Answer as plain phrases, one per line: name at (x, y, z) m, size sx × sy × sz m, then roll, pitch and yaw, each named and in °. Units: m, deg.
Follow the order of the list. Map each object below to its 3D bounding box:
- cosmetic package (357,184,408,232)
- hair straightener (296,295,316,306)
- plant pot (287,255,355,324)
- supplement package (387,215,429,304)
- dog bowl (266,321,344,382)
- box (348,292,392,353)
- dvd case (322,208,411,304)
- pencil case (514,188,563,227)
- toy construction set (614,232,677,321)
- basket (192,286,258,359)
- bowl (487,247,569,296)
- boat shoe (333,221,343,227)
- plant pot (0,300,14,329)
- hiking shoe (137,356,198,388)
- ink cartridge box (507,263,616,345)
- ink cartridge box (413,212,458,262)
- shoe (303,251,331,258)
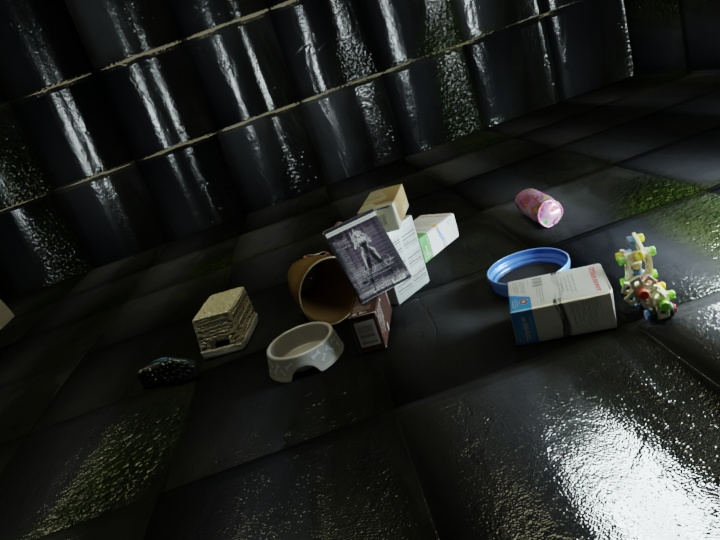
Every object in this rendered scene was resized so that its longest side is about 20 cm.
cosmetic package at (0.064, -0.164, 1.606) m, size 0.103 × 0.072 × 0.200 m, roll -14°, pitch 20°, yaw 15°
hair straightener at (-0.167, 0.078, 1.835) m, size 0.076 × 0.042 × 0.200 m, roll -19°, pitch 19°, yaw 1°
plant pot at (-0.126, 0.037, 1.669) m, size 0.185 × 0.189 × 0.199 m, roll -27°, pitch 23°, yaw -22°
supplement package at (0.060, -0.032, 1.670) m, size 0.189 × 0.203 × 0.146 m, roll 3°, pitch 28°, yaw 47°
dog bowl at (-0.142, 0.194, 1.469) m, size 0.197 × 0.059 × 0.201 m, roll -17°, pitch 20°, yaw 6°
box at (0.028, 0.109, 1.474) m, size 0.074 × 0.102 × 0.201 m, roll -15°, pitch 20°, yaw 11°
dvd case at (0.016, -0.038, 1.460) m, size 0.147 × 0.202 × 0.016 m, roll -26°, pitch -11°, yaw -19°
pencil case at (0.546, -0.195, 1.825) m, size 0.086 × 0.089 × 0.200 m, roll -19°, pitch 18°, yaw 0°
toy construction set at (0.552, 0.020, 1.152) m, size 0.091 × 0.133 × 0.200 m, roll -11°, pitch 21°, yaw 24°
basket at (-0.396, 0.147, 1.742) m, size 0.133 × 0.125 × 0.200 m, roll -15°, pitch 18°, yaw 9°
bowl at (0.410, 0.005, 1.451) m, size 0.197 × 0.040 × 0.201 m, roll -17°, pitch 20°, yaw 6°
boat shoe at (-0.042, -0.079, 1.902) m, size 0.073 × 0.203 × 0.076 m, roll 0°, pitch 56°, yaw 15°
plant pot at (-1.866, 0.213, 2.918) m, size 0.197 × 0.180 × 0.200 m, roll -20°, pitch 19°, yaw -6°
hiking shoe at (-0.519, 0.261, 1.628) m, size 0.197 × 0.075 × 0.087 m, roll -11°, pitch 21°, yaw 24°
ink cartridge box at (0.412, 0.069, 1.229) m, size 0.197 × 0.086 × 0.146 m, roll -12°, pitch 20°, yaw 18°
ink cartridge box at (0.201, -0.104, 1.907) m, size 0.143 × 0.085 × 0.199 m, roll 1°, pitch 28°, yaw 46°
shoe at (-0.088, -0.010, 1.884) m, size 0.196 × 0.093 × 0.071 m, roll -2°, pitch 14°, yaw 18°
